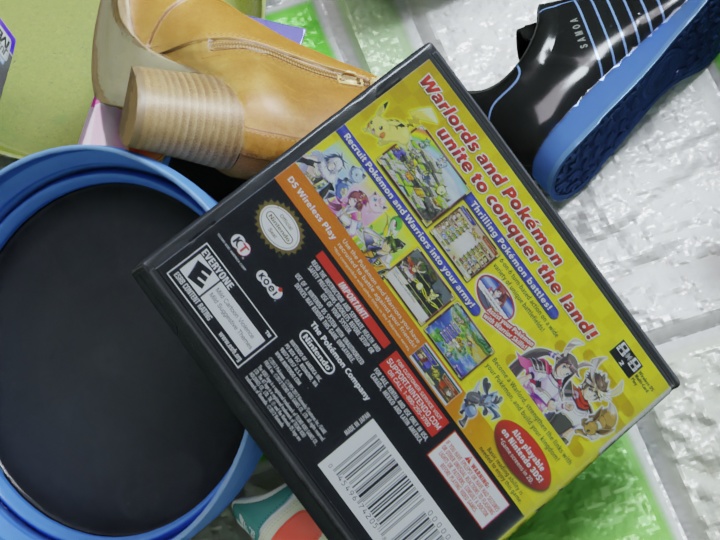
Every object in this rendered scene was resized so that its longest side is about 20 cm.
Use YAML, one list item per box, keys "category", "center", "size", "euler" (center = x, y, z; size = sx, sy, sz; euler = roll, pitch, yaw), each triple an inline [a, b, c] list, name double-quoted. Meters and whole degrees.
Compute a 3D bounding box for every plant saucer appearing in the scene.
- category: "plant saucer"
  center: [-0.149, -0.130, 1.404]
  size: [0.198, 0.031, 0.201]
  euler: [-3, 54, 4]

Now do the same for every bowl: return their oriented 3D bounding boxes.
- category: "bowl"
  center: [-0.125, 0.042, 1.208]
  size: [0.199, 0.039, 0.202]
  euler: [-1, 88, 27]

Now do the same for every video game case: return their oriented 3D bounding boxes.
- category: "video game case"
  center: [0.024, 0.027, 1.161]
  size: [0.180, 0.025, 0.201]
  euler: [-38, 94, -23]

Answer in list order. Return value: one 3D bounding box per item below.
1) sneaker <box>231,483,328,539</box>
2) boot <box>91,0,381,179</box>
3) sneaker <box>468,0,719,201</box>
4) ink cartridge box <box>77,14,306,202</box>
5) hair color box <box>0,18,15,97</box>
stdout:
- category: "sneaker"
  center: [0.017, 0.067, 1.220]
  size: [0.093, 0.070, 0.200]
  euler: [30, 65, 18]
- category: "boot"
  center: [-0.055, -0.098, 1.268]
  size: [0.143, 0.071, 0.202]
  euler: [8, 27, -17]
- category: "sneaker"
  center: [0.136, -0.126, 1.347]
  size: [0.078, 0.070, 0.200]
  euler: [37, 66, 22]
- category: "ink cartridge box"
  center: [-0.098, -0.055, 1.315]
  size: [0.094, 0.037, 0.201]
  euler: [14, 66, 5]
- category: "hair color box"
  center: [-0.296, -0.124, 1.342]
  size: [0.198, 0.109, 0.065]
  euler: [1, 61, 20]
